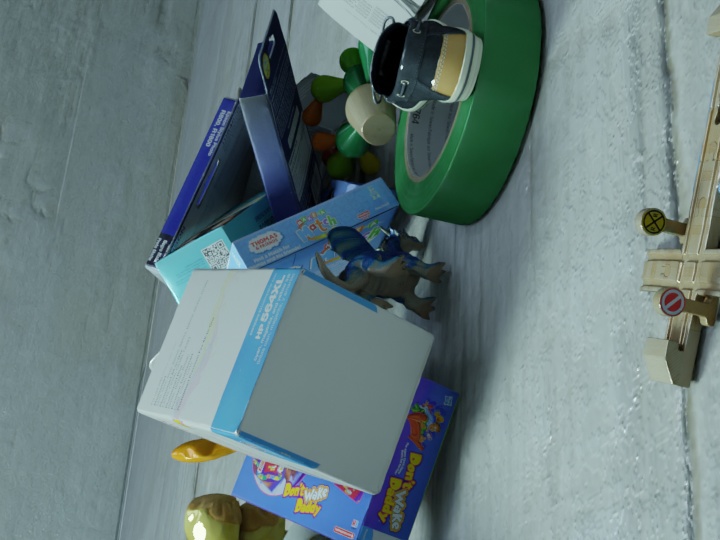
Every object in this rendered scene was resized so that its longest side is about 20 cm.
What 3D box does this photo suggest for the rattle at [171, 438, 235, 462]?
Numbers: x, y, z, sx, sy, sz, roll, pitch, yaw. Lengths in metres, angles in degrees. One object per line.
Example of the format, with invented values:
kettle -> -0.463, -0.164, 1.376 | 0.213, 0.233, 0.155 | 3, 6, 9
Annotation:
rattle -> -0.114, 0.118, 1.364 | 0.130, 0.143, 0.200 | -66, -11, -65

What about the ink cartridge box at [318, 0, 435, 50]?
ink cartridge box -> 0.058, -0.288, 1.020 | 0.147, 0.083, 0.200 | -54, 3, -27

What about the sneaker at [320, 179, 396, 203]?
sneaker -> -0.009, -0.044, 1.229 | 0.200, 0.070, 0.078 | 170, 108, -82

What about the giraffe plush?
giraffe plush -> -0.108, 0.333, 1.175 | 0.162, 0.172, 0.200 | 27, 95, 53

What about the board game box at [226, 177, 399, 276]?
board game box -> -0.055, 0.004, 1.132 | 0.037, 0.151, 0.200 | 58, 156, 16

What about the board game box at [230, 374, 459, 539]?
board game box -> -0.017, 0.141, 0.988 | 0.200, 0.045, 0.135 | 5, 71, 58

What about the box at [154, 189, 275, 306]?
box -> -0.119, -0.032, 1.210 | 0.082, 0.049, 0.200 | -27, 9, 21

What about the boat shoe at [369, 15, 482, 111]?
boat shoe -> 0.037, -0.162, 0.958 | 0.200, 0.062, 0.075 | -141, 62, -76

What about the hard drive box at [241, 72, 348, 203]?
hard drive box -> -0.069, -0.099, 1.369 | 0.156, 0.077, 0.200 | -55, -14, -63

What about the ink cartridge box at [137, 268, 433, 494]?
ink cartridge box -> -0.067, 0.077, 0.941 | 0.200, 0.128, 0.125 | 2, 68, 57

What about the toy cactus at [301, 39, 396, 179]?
toy cactus -> 0.011, -0.158, 1.145 | 0.200, 0.102, 0.165 | -63, 21, 25

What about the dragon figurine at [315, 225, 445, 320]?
dragon figurine -> 0.000, 0.000, 1.010 | 0.099, 0.200, 0.059 | 23, 106, 37

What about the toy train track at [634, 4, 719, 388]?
toy train track -> 0.165, -0.043, 0.622 | 0.115, 0.032, 0.200 | -177, 99, -75

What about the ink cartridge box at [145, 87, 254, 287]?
ink cartridge box -> -0.159, -0.075, 1.300 | 0.200, 0.041, 0.200 | 70, -138, -74

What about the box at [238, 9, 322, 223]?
box -> -0.076, -0.134, 1.178 | 0.121, 0.032, 0.200 | -83, -17, -56

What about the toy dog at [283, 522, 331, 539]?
toy dog -> -0.049, 0.209, 1.111 | 0.200, 0.096, 0.132 | -94, 22, -46

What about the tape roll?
tape roll -> 0.081, -0.138, 0.986 | 0.200, 0.048, 0.201 | -168, 90, -75
